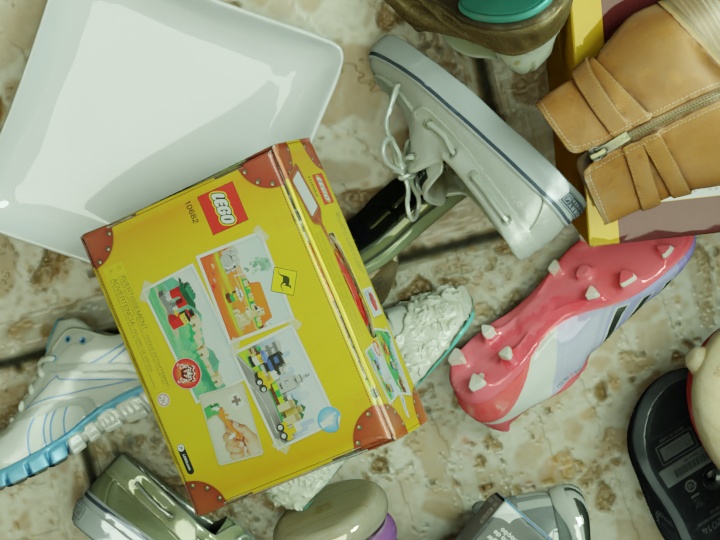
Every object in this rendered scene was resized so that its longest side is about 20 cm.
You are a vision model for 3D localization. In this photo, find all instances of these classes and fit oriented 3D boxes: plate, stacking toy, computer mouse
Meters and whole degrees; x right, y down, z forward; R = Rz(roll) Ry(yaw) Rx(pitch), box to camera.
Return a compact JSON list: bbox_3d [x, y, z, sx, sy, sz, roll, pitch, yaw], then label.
[{"bbox_3d":[-0.135,-0.093,1.559,0.199,0.032,0.200,20,99,-8],"label":"plate"},{"bbox_3d":[0.013,0.250,1.626,0.085,0.085,0.201,-23,108,1],"label":"stacking toy"},{"bbox_3d":[0.237,0.158,1.629,0.138,0.053,0.201,-25,105,-13],"label":"computer mouse"}]

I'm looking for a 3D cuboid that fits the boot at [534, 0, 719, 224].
[{"bbox_3d":[0.216,-0.070,1.436,0.154,0.074,0.200,-34,90,3],"label":"boot"}]

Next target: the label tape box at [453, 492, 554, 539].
[{"bbox_3d":[0.084,0.273,1.563,0.144,0.063,0.200,40,88,-5],"label":"label tape box"}]

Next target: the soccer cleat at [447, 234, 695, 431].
[{"bbox_3d":[0.149,0.034,1.598,0.200,0.067,0.076,-38,140,2],"label":"soccer cleat"}]

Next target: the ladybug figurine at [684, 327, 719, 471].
[{"bbox_3d":[0.294,0.099,1.574,0.200,0.072,0.136,32,80,-21],"label":"ladybug figurine"}]

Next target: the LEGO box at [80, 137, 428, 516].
[{"bbox_3d":[-0.068,0.036,1.495,0.149,0.077,0.201,-23,89,19],"label":"LEGO box"}]

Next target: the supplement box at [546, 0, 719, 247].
[{"bbox_3d":[0.230,-0.135,1.525,0.199,0.133,0.198,-6,103,-2],"label":"supplement box"}]

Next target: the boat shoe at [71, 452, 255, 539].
[{"bbox_3d":[-0.103,0.200,1.607,0.200,0.072,0.062,33,92,-9],"label":"boat shoe"}]

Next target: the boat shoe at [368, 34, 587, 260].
[{"bbox_3d":[0.054,-0.071,1.509,0.086,0.075,0.202,-46,58,0],"label":"boat shoe"}]

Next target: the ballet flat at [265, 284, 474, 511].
[{"bbox_3d":[-0.005,0.078,1.583,0.072,0.072,0.200,40,95,-11],"label":"ballet flat"}]

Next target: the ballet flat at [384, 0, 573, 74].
[{"bbox_3d":[0.082,-0.163,1.489,0.068,0.200,0.072,-44,122,-18],"label":"ballet flat"}]

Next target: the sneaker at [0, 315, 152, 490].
[{"bbox_3d":[-0.201,0.080,1.580,0.200,0.075,0.087,-30,97,-6],"label":"sneaker"}]

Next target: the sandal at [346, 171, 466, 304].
[{"bbox_3d":[0.001,0.000,1.570,0.201,0.080,0.057,-35,116,3],"label":"sandal"}]

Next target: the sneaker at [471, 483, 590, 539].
[{"bbox_3d":[0.108,0.252,1.639,0.115,0.075,0.201,-4,93,2],"label":"sneaker"}]
